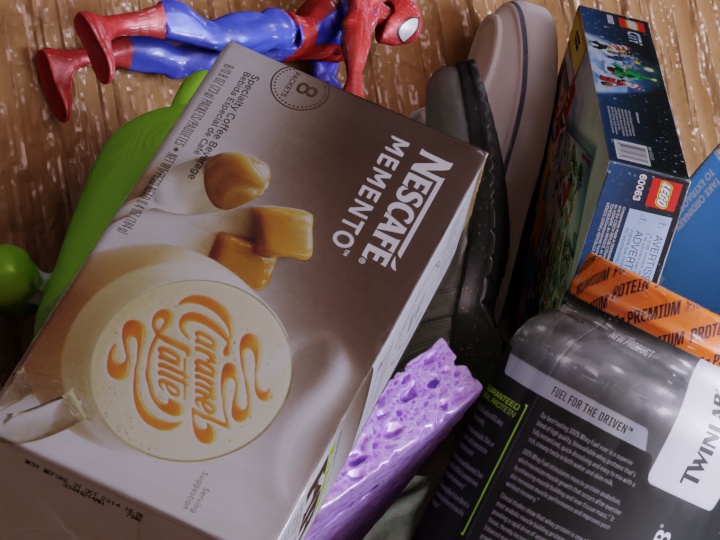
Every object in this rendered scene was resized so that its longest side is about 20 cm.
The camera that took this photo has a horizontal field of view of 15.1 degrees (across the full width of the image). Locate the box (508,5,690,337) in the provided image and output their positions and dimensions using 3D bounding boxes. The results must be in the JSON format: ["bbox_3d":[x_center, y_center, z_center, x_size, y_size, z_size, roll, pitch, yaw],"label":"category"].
[{"bbox_3d":[0.104,-0.023,1.236,0.038,0.200,0.137,13,114,-5],"label":"box"}]

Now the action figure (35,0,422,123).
[{"bbox_3d":[-0.040,-0.081,1.238,0.200,0.065,0.099,-17,81,-38],"label":"action figure"}]

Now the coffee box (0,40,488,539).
[{"bbox_3d":[-0.046,0.026,1.000,0.114,0.080,0.200,25,55,8],"label":"coffee box"}]

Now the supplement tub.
[{"bbox_3d":[0.091,0.102,1.098,0.122,0.122,0.200,24,94,-32],"label":"supplement tub"}]

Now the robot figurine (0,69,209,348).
[{"bbox_3d":[-0.071,0.013,1.127,0.175,0.116,0.200,16,51,-2],"label":"robot figurine"}]

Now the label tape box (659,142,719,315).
[{"bbox_3d":[0.167,-0.007,1.300,0.063,0.144,0.200,40,39,4],"label":"label tape box"}]

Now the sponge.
[{"bbox_3d":[-0.028,0.111,1.124,0.030,0.200,0.111,47,53,10],"label":"sponge"}]

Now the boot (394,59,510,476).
[{"bbox_3d":[0.000,0.000,1.217,0.070,0.131,0.201,66,23,-66],"label":"boot"}]

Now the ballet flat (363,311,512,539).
[{"bbox_3d":[0.059,0.096,1.272,0.200,0.062,0.068,-53,137,-32],"label":"ballet flat"}]

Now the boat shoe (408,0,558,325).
[{"bbox_3d":[0.046,-0.049,1.294,0.065,0.074,0.200,20,60,-14],"label":"boat shoe"}]
